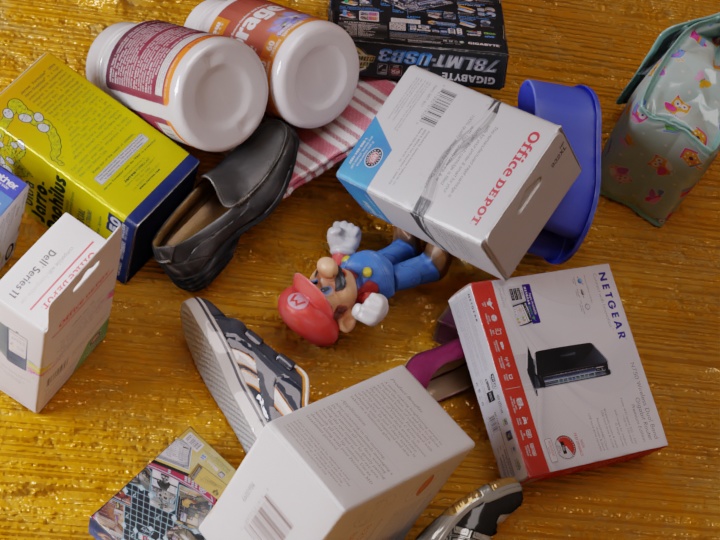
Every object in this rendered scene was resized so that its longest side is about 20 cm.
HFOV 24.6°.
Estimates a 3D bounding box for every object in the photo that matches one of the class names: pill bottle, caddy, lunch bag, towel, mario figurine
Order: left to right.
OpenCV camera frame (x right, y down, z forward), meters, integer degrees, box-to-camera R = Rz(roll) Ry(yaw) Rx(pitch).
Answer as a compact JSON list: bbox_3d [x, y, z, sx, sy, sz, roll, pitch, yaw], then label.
[{"bbox_3d":[-0.193,-0.194,1.691,0.114,0.115,0.199,-29,31,-29],"label":"pill bottle"},{"bbox_3d":[-0.102,-0.227,1.747,0.112,0.113,0.199,-30,35,-29],"label":"pill bottle"},{"bbox_3d":[-0.049,-0.156,1.767,0.199,0.030,0.146,-33,45,-20],"label":"towel"},{"bbox_3d":[0.000,0.000,1.670,0.199,0.123,0.107,-28,95,-34],"label":"mario figurine"},{"bbox_3d":[0.205,-0.108,1.770,0.104,0.141,0.202,12,66,-18],"label":"caddy"},{"bbox_3d":[0.355,-0.183,1.850,0.121,0.171,0.201,28,59,2],"label":"lunch bag"}]

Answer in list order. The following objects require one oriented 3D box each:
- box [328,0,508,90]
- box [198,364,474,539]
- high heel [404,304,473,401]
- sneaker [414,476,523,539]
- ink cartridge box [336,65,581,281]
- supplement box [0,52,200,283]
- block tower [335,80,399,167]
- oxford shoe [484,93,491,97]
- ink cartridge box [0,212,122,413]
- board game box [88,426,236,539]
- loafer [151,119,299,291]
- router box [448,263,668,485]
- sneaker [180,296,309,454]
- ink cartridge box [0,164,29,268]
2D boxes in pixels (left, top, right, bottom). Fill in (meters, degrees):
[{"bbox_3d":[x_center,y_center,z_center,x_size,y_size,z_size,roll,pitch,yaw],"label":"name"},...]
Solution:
[{"bbox_3d":[0.062,-0.276,1.847,0.198,0.050,0.199,4,33,-3],"label":"box"},{"bbox_3d":[-0.020,0.194,1.482,0.106,0.153,0.199,46,35,19],"label":"box"},{"bbox_3d":[0.094,0.114,1.650,0.095,0.068,0.201,24,51,13],"label":"high heel"},{"bbox_3d":[0.086,0.276,1.554,0.199,0.076,0.088,-34,78,-20],"label":"sneaker"},{"bbox_3d":[0.099,-0.100,1.667,0.199,0.084,0.146,28,77,35],"label":"ink cartridge box"},{"bbox_3d":[-0.277,-0.103,1.664,0.199,0.109,0.110,35,56,9],"label":"supplement box"},{"bbox_3d":[0.047,-0.171,1.831,0.058,0.054,0.200,36,56,10],"label":"block tower"},{"bbox_3d":[0.095,-0.125,1.807,0.071,0.072,0.201,21,56,5],"label":"oxford shoe"},{"bbox_3d":[-0.284,0.030,1.522,0.067,0.201,0.117,33,55,7],"label":"ink cartridge box"},{"bbox_3d":[-0.134,0.258,1.520,0.200,0.035,0.135,42,57,12],"label":"board game box"},{"bbox_3d":[-0.134,-0.075,1.660,0.072,0.072,0.201,26,76,34],"label":"loafer"},{"bbox_3d":[0.199,0.102,1.661,0.178,0.049,0.202,-8,74,-30],"label":"router box"},{"bbox_3d":[-0.101,0.107,1.600,0.079,0.078,0.201,-26,79,-23],"label":"sneaker"},{"bbox_3d":[-0.387,-0.022,1.565,0.076,0.137,0.201,34,56,2],"label":"ink cartridge box"}]
